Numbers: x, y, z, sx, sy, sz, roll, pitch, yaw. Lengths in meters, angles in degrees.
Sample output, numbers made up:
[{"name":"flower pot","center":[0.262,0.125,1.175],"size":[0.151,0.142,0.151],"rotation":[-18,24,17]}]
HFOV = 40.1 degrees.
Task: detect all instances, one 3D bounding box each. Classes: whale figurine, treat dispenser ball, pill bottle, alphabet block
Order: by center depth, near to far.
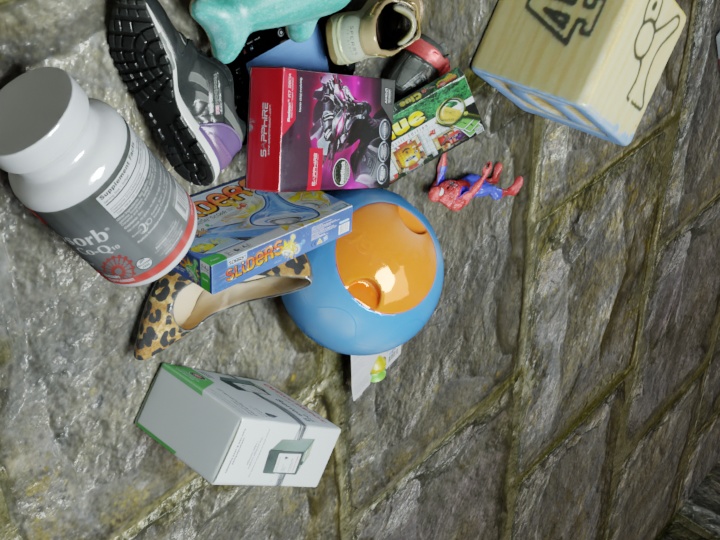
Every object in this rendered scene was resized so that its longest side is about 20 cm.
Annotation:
[{"name":"pill bottle","center":[-0.241,-0.081,0.885],"size":[0.116,0.115,0.200],"rotation":[-53,144,-13]},{"name":"whale figurine","center":[-0.074,-0.287,0.972],"size":[0.200,0.103,0.160],"rotation":[-46,139,-20]},{"name":"treat dispenser ball","center":[0.000,0.000,1.179],"size":[0.200,0.200,0.202],"rotation":[-31,135,-37]},{"name":"alphabet block","center":[0.304,-0.316,1.368],"size":[0.195,0.195,0.201],"rotation":[18,98,-57]}]

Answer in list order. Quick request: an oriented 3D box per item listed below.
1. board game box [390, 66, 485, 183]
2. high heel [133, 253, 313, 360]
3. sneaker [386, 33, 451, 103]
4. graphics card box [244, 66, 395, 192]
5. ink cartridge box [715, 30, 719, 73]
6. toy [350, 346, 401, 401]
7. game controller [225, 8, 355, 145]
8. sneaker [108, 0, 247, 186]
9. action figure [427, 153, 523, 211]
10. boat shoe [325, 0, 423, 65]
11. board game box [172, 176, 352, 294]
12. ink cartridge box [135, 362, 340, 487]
[{"name":"board game box","center":[0.051,-0.161,1.213],"size":[0.199,0.024,0.105],"rotation":[-30,139,4]},{"name":"high heel","center":[-0.148,0.037,1.060],"size":[0.201,0.142,0.072],"rotation":[-53,146,-14]},{"name":"sneaker","center":[0.087,-0.213,1.265],"size":[0.098,0.071,0.200],"rotation":[-53,146,-7]},{"name":"graphics card box","center":[-0.039,-0.149,1.061],"size":[0.199,0.050,0.127],"rotation":[-8,103,-54]},{"name":"ink cartridge box","center":[0.816,-0.495,2.012],"size":[0.201,0.083,0.145],"rotation":[-55,145,-12]},{"name":"toy","center":[0.011,0.078,1.381],"size":[0.115,0.047,0.201],"rotation":[-41,144,-33]},{"name":"game controller","center":[-0.082,-0.218,1.065],"size":[0.200,0.042,0.105],"rotation":[-38,139,-33]},{"name":"sneaker","center":[-0.170,-0.187,0.948],"size":[0.088,0.075,0.201],"rotation":[-52,140,-35]},{"name":"action figure","center":[0.167,-0.143,1.420],"size":[0.199,0.065,0.100],"rotation":[-20,136,-46]},{"name":"boat shoe","center":[0.034,-0.276,1.120],"size":[0.200,0.066,0.075],"rotation":[-45,131,-51]},{"name":"board game box","center":[-0.123,-0.048,1.043],"size":[0.199,0.135,0.035],"rotation":[-27,131,-42]},{"name":"ink cartridge box","center":[-0.141,0.186,1.170],"size":[0.199,0.145,0.085],"rotation":[21,95,-56]}]
